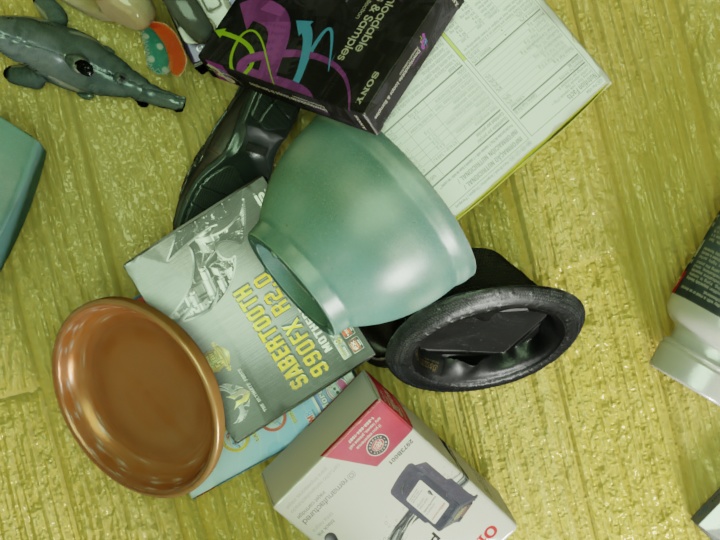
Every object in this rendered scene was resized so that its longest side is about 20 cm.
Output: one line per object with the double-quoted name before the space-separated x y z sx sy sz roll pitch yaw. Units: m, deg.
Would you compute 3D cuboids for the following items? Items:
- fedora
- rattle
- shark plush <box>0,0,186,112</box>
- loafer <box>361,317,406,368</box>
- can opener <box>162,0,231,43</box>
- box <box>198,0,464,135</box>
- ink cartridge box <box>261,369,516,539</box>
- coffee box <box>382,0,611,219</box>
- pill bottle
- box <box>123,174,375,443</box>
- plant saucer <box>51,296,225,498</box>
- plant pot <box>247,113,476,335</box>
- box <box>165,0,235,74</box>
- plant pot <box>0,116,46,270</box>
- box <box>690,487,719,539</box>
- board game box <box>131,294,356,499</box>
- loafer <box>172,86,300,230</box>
"fedora" 0.111 0.036 1.695 0.200 0.201 0.092 -17 60 0
"rattle" -0.222 -0.293 1.687 0.199 0.130 0.143 28 61 -2
"shark plush" -0.267 -0.186 1.696 0.200 0.083 0.091 35 91 -3
"loafer" 0.000 0.000 1.717 0.073 0.071 0.201 -19 93 0
"can opener" -0.176 -0.297 1.597 0.053 0.067 0.201 -27 93 1
"box" -0.027 -0.207 1.527 0.199 0.036 0.143 23 74 35
"ink cartridge box" 0.028 0.218 1.693 0.145 0.084 0.200 -45 111 4
"coffee box" 0.083 -0.174 1.646 0.200 0.200 0.198 -41 92 -1
"pill bottle" 0.363 0.025 1.703 0.119 0.120 0.201 30 91 -3
"box" -0.103 0.035 1.672 0.158 0.048 0.201 -32 93 0
"plant saucer" -0.202 0.115 1.665 0.199 0.037 0.201 15 118 29
"plant pot" -0.014 -0.029 1.570 0.134 0.200 0.200 -41 93 -12
"box" -0.130 -0.307 1.683 0.147 0.104 0.201 -26 93 1
"plant pot" -0.388 -0.057 1.678 0.141 0.141 0.200 33 84 -3
"box" 0.451 0.260 1.757 0.200 0.041 0.156 43 91 -2
"board game box" -0.122 0.086 1.727 0.195 0.056 0.201 -28 93 0
"loafer" -0.121 -0.111 1.724 0.072 0.063 0.201 27 99 -33
